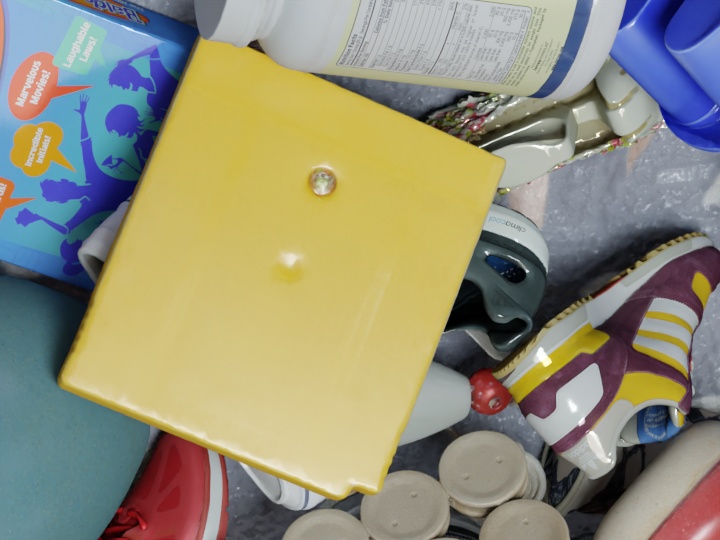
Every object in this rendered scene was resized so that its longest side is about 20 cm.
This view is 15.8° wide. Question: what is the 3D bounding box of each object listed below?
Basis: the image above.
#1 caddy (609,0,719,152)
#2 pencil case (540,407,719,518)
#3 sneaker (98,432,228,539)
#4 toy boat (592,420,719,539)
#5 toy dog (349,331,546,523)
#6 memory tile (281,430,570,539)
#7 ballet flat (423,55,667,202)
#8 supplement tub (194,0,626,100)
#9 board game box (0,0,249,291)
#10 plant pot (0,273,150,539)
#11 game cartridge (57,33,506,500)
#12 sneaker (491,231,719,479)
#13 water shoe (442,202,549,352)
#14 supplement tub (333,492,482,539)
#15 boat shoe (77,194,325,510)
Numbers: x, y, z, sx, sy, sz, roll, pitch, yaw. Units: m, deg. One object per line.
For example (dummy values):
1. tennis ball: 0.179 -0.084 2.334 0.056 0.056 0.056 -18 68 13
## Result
1. caddy: 0.212 -0.159 1.351 0.105 0.141 0.200 33 83 -35
2. pencil case: 0.201 0.128 1.550 0.200 0.078 0.090 13 115 -18
3. sneaker: -0.150 0.168 1.451 0.115 0.078 0.200 24 68 -26
4. toy boat: 0.199 0.184 1.441 0.131 0.130 0.200 25 131 23
5. toy dog: 0.026 0.062 1.488 0.200 0.096 0.132 11 111 -33
6. memory tile: 0.023 0.180 1.401 0.200 0.153 0.017 -24 144 -10
7. ballet flat: 0.119 -0.082 1.432 0.200 0.064 0.076 -27 117 2
8. supplement tub: 0.024 -0.167 1.322 0.200 0.145 0.145 5 116 -14
9. board game box: -0.174 -0.080 1.382 0.200 0.045 0.152 19 112 -20
10. plant pot: -0.193 0.081 1.396 0.135 0.200 0.201 -22 124 -32
11. game cartridge: -0.039 0.000 1.340 0.176 0.032 0.200 23 80 -8
12. sneaker: 0.154 0.050 1.445 0.090 0.200 0.075 54 135 5
13. water shoe: 0.000 0.000 1.405 0.200 0.079 0.072 2 142 15
14. supplement tub: 0.038 0.226 1.497 0.140 0.200 0.141 -5 118 -9
15. boat shoe: -0.087 0.054 1.389 0.065 0.074 0.200 -39 106 -29
